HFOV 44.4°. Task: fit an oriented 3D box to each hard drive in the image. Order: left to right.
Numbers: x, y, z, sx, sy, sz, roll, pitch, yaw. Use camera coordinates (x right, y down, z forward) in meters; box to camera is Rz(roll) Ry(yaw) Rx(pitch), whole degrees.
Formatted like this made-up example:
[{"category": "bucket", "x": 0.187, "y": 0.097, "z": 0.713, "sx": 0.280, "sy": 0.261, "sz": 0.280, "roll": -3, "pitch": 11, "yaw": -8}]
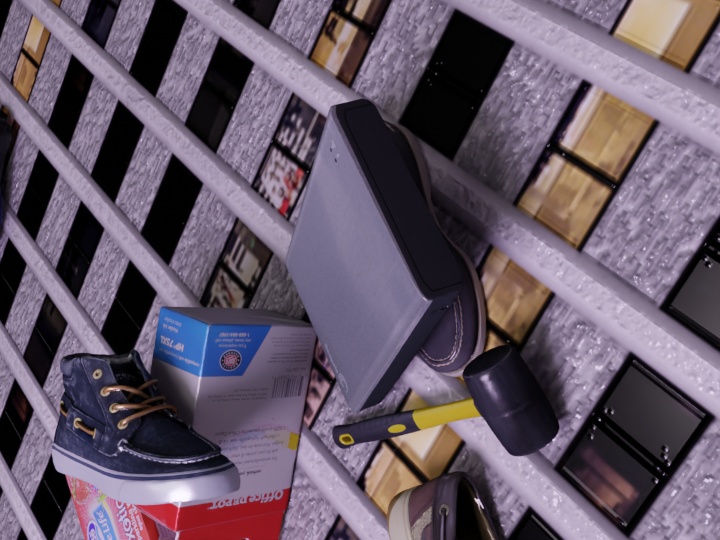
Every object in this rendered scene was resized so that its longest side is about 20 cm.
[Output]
[{"category": "hard drive", "x": 0.000, "y": 0.000, "z": 0.601, "sx": 0.140, "sy": 0.033, "sz": 0.200, "roll": 64, "pitch": 158, "yaw": 20}]

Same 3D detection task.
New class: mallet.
[{"category": "mallet", "x": 0.052, "y": 0.110, "z": 0.613, "sx": 0.066, "sy": 0.041, "sz": 0.200, "roll": 53, "pitch": 138, "yaw": -2}]

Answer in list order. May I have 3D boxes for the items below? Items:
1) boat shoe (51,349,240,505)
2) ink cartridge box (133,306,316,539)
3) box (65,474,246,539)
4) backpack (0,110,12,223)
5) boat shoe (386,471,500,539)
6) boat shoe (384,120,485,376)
[{"category": "boat shoe", "x": -0.161, "y": 0.106, "z": 0.624, "sx": 0.200, "sy": 0.071, "sz": 0.091, "roll": 0, "pitch": 91, "yaw": 44}, {"category": "ink cartridge box", "x": -0.111, "y": 0.133, "z": 0.705, "sx": 0.067, "sy": 0.116, "sz": 0.200, "roll": 15, "pitch": 96, "yaw": 42}, {"category": "box", "x": -0.174, "y": 0.221, "z": 0.768, "sx": 0.095, "sy": 0.100, "sz": 0.200, "roll": -45, "pitch": 59, "yaw": 31}, {"category": "backpack", "x": -0.538, "y": -0.099, "z": 1.080, "sx": 0.154, "sy": 0.200, "sz": 0.191, "roll": -16, "pitch": 83, "yaw": 46}, {"category": "boat shoe", "x": 0.076, "y": 0.224, "z": 0.554, "sx": 0.065, "sy": 0.073, "sz": 0.200, "roll": -44, "pitch": 59, "yaw": 38}, {"category": "boat shoe", "x": 0.026, "y": -0.018, "z": 0.624, "sx": 0.073, "sy": 0.063, "sz": 0.200, "roll": -31, "pitch": 68, "yaw": 34}]
